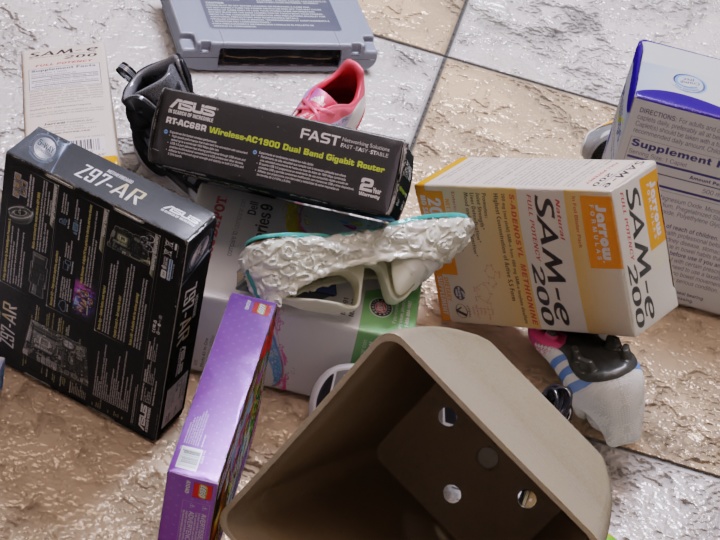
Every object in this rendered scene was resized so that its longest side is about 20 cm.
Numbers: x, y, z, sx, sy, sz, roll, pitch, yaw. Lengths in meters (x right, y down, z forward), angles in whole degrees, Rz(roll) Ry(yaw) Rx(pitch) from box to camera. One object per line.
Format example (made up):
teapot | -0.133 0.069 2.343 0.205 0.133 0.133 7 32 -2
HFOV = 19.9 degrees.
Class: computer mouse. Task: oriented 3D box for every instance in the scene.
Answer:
computer mouse | 0.059 0.119 1.584 0.199 0.110 0.044 15 0 11

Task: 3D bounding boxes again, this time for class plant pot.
plant pot | 0.061 0.154 1.425 0.200 0.200 0.177 45 26 7

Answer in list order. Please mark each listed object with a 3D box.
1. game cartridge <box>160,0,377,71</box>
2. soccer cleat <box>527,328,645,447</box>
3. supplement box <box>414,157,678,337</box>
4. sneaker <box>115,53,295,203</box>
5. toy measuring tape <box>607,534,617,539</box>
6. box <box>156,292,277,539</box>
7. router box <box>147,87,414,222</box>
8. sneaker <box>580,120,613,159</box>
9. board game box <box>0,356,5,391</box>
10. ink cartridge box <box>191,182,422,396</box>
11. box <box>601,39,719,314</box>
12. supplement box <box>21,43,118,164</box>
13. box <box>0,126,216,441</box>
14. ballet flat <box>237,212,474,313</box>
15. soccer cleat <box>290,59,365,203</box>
game cartridge | -0.094 -0.247 2.023 0.199 0.042 0.133 -1 36 -18
soccer cleat | 0.184 0.082 1.683 0.069 0.087 0.200 -14 19 -4
supplement box | 0.150 -0.022 1.671 0.199 0.127 0.073 3 23 41
sneaker | -0.140 -0.115 1.753 0.200 0.114 0.075 28 64 39
toy measuring tape | 0.201 0.221 1.503 0.199 0.074 0.074 -6 42 -23
box | -0.105 0.130 1.468 0.039 0.137 0.200 14 38 2
router box | -0.059 -0.089 1.635 0.199 0.063 0.150 12 -1 4
sneaker | 0.300 -0.084 1.911 0.199 0.079 0.077 18 47 7
board game box | -0.376 0.101 1.503 0.199 0.037 0.152 13 38 -2
ink cartridge box | -0.053 0.022 1.660 0.199 0.088 0.146 12 39 0
box | 0.304 -0.075 1.796 0.183 0.201 0.105 15 37 2
supplement box | -0.232 -0.082 1.668 0.073 0.127 0.200 -7 34 -6
box | -0.198 0.013 1.534 0.160 0.201 0.044 25 39 16
ballet flat | 0.000 0.000 1.596 0.199 0.072 0.072 -7 42 -22
soccer cleat | -0.053 -0.121 1.844 0.066 0.077 0.200 25 39 15
